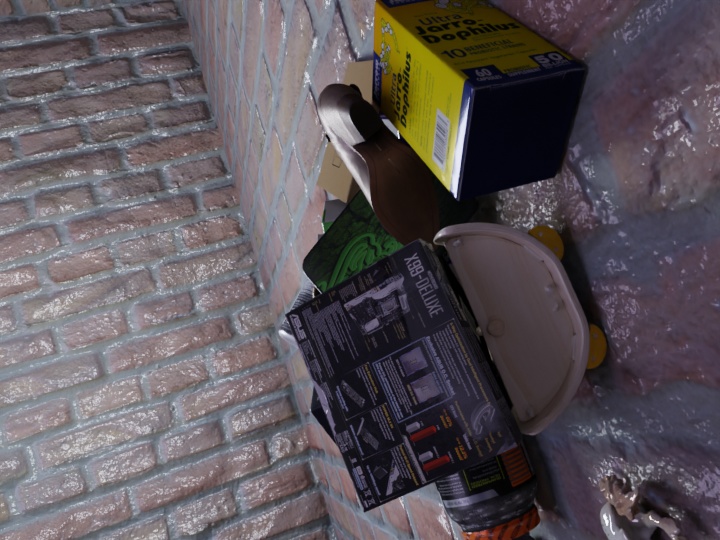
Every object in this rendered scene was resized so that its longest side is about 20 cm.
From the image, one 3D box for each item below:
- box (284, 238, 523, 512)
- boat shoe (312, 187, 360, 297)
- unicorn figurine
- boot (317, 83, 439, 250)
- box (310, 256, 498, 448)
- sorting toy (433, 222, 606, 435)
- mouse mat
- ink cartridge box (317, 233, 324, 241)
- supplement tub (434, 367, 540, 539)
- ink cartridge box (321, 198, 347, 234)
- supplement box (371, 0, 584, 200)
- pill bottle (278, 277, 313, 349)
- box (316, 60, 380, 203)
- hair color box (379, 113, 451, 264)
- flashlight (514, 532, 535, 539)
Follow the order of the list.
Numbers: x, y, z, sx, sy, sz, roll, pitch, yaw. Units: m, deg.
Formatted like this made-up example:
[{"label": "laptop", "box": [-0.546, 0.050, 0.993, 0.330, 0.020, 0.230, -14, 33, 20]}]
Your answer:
[{"label": "box", "box": [0.035, 0.096, 0.566, 0.202, 0.156, 0.050, 65, -163, 14]}, {"label": "boat shoe", "box": [-0.005, -0.032, 0.778, 0.073, 0.066, 0.202, 28, 110, 20]}, {"label": "unicorn figurine", "box": [0.254, 0.283, 0.550, 0.137, 0.073, 0.204, 163, 106, -83]}, {"label": "boot", "box": [0.016, -0.118, 0.682, 0.202, 0.070, 0.146, 64, 173, -15]}, {"label": "box", "box": [0.049, 0.099, 0.706, 0.105, 0.181, 0.201, 55, -165, -21]}, {"label": "sorting toy", "box": [0.150, 0.043, 0.633, 0.180, 0.106, 0.202, 137, 110, -84]}, {"label": "mouse mat", "box": [0.026, -0.038, 0.703, 0.008, 0.201, 0.161, 30, -170, -49]}, {"label": "ink cartridge box", "box": [-0.041, 0.017, 1.226, 0.200, 0.050, 0.111, 64, -158, -63]}, {"label": "supplement tub", "box": [0.142, 0.223, 0.754, 0.123, 0.121, 0.203, 125, 129, -69]}, {"label": "ink cartridge box", "box": [0.000, 0.000, 0.912, 0.147, 0.082, 0.203, -96, -4, -72]}, {"label": "supplement box", "box": [0.097, -0.175, 0.575, 0.111, 0.107, 0.201, 91, 157, -43]}, {"label": "pill bottle", "box": [-0.051, 0.047, 1.050, 0.105, 0.202, 0.106, 26, 165, 8]}, {"label": "box", "box": [-0.014, -0.213, 0.918, 0.163, 0.021, 0.203, -140, 62, -64]}, {"label": "hair color box", "box": [0.067, -0.109, 0.817, 0.109, 0.064, 0.203, -148, 44, -65]}, {"label": "flashlight", "box": [0.194, 0.406, 0.850, 0.068, 0.068, 0.201, 38, 154, 13]}]
